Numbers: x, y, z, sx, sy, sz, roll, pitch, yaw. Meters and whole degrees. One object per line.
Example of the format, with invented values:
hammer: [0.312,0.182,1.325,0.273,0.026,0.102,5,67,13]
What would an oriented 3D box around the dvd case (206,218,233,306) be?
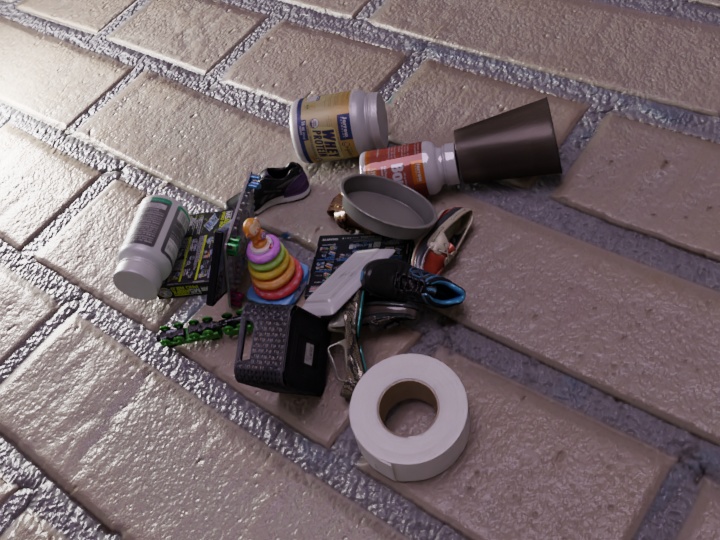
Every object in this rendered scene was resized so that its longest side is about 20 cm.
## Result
dvd case: [-0.262,-0.024,1.696,0.017,0.145,0.200,10,13,2]

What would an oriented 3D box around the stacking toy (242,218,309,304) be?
stacking toy: [-0.183,-0.030,1.690,0.109,0.201,0.117,13,55,27]

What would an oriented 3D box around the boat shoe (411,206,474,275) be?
boat shoe: [0.159,-0.048,1.676,0.062,0.072,0.201,-3,43,39]

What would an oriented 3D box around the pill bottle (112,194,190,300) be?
pill bottle: [-0.431,-0.048,1.789,0.111,0.114,0.202,0,51,18]

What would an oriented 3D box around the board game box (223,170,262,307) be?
board game box: [-0.231,-0.059,1.738,0.025,0.201,0.202,10,53,3]

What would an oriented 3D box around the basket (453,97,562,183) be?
basket: [0.297,-0.252,1.770,0.197,0.137,0.182,-12,44,13]

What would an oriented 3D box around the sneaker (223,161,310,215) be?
sneaker: [-0.214,-0.186,1.908,0.198,0.088,0.076,-20,48,2]

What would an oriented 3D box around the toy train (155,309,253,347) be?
toy train: [-0.303,0.117,1.705,0.197,0.057,0.042,-12,63,8]

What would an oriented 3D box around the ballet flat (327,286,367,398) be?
ballet flat: [-0.023,0.129,1.553,0.074,0.068,0.203,-4,76,0]

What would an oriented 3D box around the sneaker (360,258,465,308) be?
sneaker: [0.097,0.022,1.568,0.197,0.082,0.074,10,88,-20]

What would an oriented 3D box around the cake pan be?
cake pan: [0.050,-0.121,1.676,0.198,0.037,0.201,16,29,-9]

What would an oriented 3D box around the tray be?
tray: [-0.029,0.016,1.605,0.107,0.022,0.200,-5,32,48]

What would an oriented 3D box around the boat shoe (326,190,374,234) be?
boat shoe: [-0.015,-0.107,1.770,0.067,0.072,0.200,-40,27,-3]

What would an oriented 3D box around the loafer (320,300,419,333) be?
loafer: [0.016,0.093,1.623,0.197,0.072,0.064,-1,74,25]

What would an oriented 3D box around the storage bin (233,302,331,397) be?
storage bin: [-0.130,0.140,1.515,0.092,0.200,0.137,2,77,20]

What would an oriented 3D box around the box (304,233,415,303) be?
box: [0.000,0.000,1.709,0.197,0.046,0.160,-2,50,16]

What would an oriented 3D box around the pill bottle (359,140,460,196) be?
pill bottle: [0.103,-0.206,1.803,0.197,0.113,0.113,-9,49,12]

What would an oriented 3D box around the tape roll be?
tape roll: [0.082,0.244,1.447,0.199,0.071,0.205,-5,55,7]

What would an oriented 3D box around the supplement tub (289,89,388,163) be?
supplement tub: [-0.045,-0.320,1.927,0.197,0.145,0.146,-6,49,14]

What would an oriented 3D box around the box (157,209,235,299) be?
box: [-0.347,-0.036,1.857,0.158,0.045,0.202,-6,50,13]
